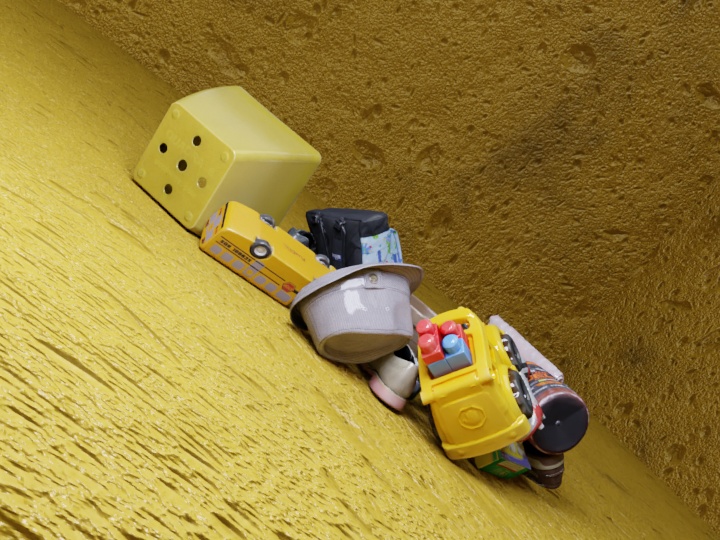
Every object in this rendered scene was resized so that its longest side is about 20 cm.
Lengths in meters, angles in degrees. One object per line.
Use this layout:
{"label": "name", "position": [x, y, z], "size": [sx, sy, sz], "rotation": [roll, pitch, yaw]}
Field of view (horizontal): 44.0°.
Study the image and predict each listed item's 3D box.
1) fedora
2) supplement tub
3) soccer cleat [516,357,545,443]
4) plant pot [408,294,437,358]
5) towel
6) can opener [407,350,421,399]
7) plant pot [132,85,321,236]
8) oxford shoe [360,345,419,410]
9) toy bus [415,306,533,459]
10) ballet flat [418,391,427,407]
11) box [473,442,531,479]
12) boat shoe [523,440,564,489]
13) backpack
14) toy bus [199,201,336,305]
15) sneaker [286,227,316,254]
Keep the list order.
{"label": "fedora", "position": [0.005, 0.067, 1.209], "size": [0.199, 0.177, 0.091], "rotation": [4, 56, -37]}
{"label": "supplement tub", "position": [0.278, 0.211, 1.439], "size": [0.107, 0.107, 0.200], "rotation": [37, 1, -19]}
{"label": "soccer cleat", "position": [0.221, 0.178, 1.322], "size": [0.085, 0.069, 0.200], "rotation": [45, 23, -17]}
{"label": "plant pot", "position": [0.097, 0.112, 1.677], "size": [0.200, 0.093, 0.201], "rotation": [38, 6, -5]}
{"label": "towel", "position": [0.269, 0.210, 1.603], "size": [0.032, 0.192, 0.200], "rotation": [-1, 29, -32]}
{"label": "can opener", "position": [0.071, 0.161, 1.404], "size": [0.053, 0.067, 0.200], "rotation": [38, -7, -3]}
{"label": "plant pot", "position": [-0.218, -0.153, 1.341], "size": [0.200, 0.200, 0.176], "rotation": [41, 19, 17]}
{"label": "oxford shoe", "position": [0.047, 0.134, 1.290], "size": [0.071, 0.074, 0.200], "rotation": [35, 6, -19]}
{"label": "toy bus", "position": [0.133, 0.122, 1.213], "size": [0.192, 0.135, 0.201], "rotation": [56, 20, -31]}
{"label": "ballet flat", "position": [0.154, 0.214, 1.427], "size": [0.072, 0.072, 0.200], "rotation": [43, 5, 36]}
{"label": "box", "position": [0.190, 0.208, 1.356], "size": [0.117, 0.048, 0.201], "rotation": [31, 35, -53]}
{"label": "boat shoe", "position": [0.263, 0.302, 1.472], "size": [0.202, 0.074, 0.075], "rotation": [-150, -136, -67]}
{"label": "backpack", "position": [0.000, 0.000, 1.464], "size": [0.153, 0.201, 0.163], "rotation": [-8, 11, -40]}
{"label": "toy bus", "position": [-0.126, -0.015, 1.276], "size": [0.200, 0.078, 0.065], "rotation": [36, 34, -27]}
{"label": "sneaker", "position": [-0.097, -0.024, 1.540], "size": [0.074, 0.085, 0.200], "rotation": [41, 6, 10]}
